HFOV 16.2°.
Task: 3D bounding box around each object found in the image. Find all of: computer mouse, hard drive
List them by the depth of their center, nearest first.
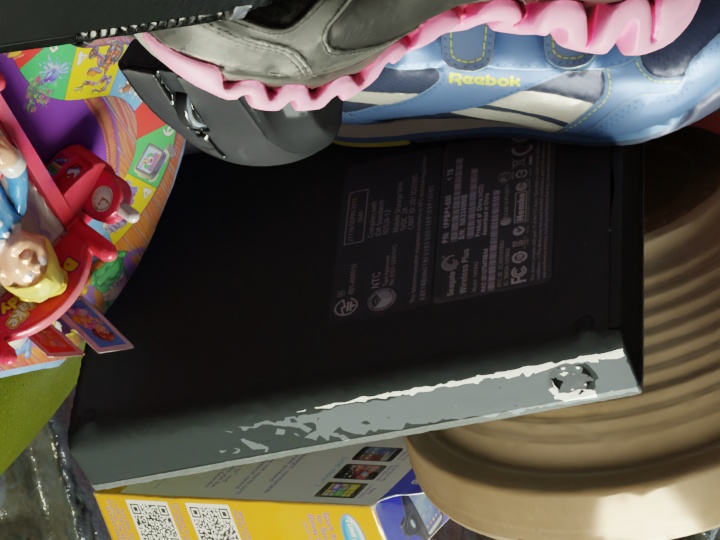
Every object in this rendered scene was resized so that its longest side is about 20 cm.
[{"bbox_3d":[-0.063,-0.059,0.777,0.058,0.034,0.200,16,180,29],"label":"computer mouse"},{"bbox_3d":[0.000,0.000,0.890,0.198,0.033,0.140,-11,-136,17],"label":"hard drive"}]

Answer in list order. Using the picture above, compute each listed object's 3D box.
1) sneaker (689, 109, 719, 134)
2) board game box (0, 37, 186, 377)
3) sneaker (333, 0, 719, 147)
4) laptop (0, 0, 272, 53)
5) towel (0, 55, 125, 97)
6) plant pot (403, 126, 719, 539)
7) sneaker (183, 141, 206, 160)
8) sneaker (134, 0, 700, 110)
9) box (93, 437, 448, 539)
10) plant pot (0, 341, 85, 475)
[{"bbox_3d":[0.191,-0.067,1.012,0.198,0.087,0.074,-1,-140,16],"label":"sneaker"},{"bbox_3d":[-0.114,-0.021,0.800,0.039,0.159,0.199,32,-154,32],"label":"board game box"},{"bbox_3d":[0.049,-0.086,0.854,0.198,0.075,0.082,-7,155,24],"label":"sneaker"},{"bbox_3d":[-0.110,-0.101,0.583,0.176,0.104,0.200,-11,-157,-30],"label":"laptop"},{"bbox_3d":[-0.177,-0.054,0.884,0.147,0.050,0.199,-10,176,-45],"label":"towel"},{"bbox_3d":[0.103,0.008,0.942,0.199,0.093,0.201,-15,-156,7],"label":"plant pot"},{"bbox_3d":[-0.098,-0.061,1.007,0.199,0.077,0.081,-23,166,34],"label":"sneaker"},{"bbox_3d":[0.026,-0.105,0.723,0.199,0.079,0.096,-13,156,-27],"label":"sneaker"},{"bbox_3d":[-0.016,0.093,1.200,0.199,0.042,0.119,1,-151,39],"label":"box"},{"bbox_3d":[-0.208,0.021,1.139,0.199,0.202,0.193,-14,-170,33],"label":"plant pot"}]
